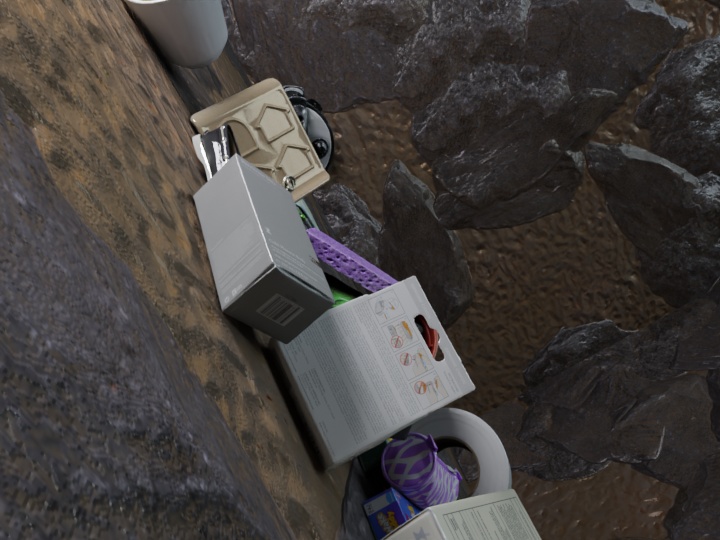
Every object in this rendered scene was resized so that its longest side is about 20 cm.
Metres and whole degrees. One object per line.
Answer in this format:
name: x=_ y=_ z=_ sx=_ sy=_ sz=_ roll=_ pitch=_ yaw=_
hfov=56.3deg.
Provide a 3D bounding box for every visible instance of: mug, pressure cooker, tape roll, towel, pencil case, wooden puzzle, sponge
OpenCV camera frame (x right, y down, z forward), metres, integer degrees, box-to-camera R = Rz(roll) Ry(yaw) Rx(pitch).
mug: x=-0.288 y=-0.426 z=1.086 sx=0.154 sy=0.147 sz=0.188 roll=71 pitch=0 yaw=-56
pressure cooker: x=-0.143 y=-0.243 z=1.265 sx=0.176 sy=0.178 sz=0.200 roll=50 pitch=-6 yaw=-30
tape roll: x=0.155 y=0.346 z=1.146 sx=0.205 sy=0.201 sz=0.139 roll=63 pitch=2 yaw=24
towel: x=-0.163 y=-0.156 z=1.733 sx=0.172 sy=0.048 sz=0.201 roll=61 pitch=1 yaw=42
pencil case: x=0.093 y=0.297 z=0.974 sx=0.085 sy=0.085 sz=0.200 roll=67 pitch=6 yaw=32
wooden puzzle: x=-0.165 y=-0.196 z=1.118 sx=0.046 sy=0.185 sz=0.202 roll=-18 pitch=-74 yaw=53
sponge: x=0.000 y=0.000 z=1.030 sx=0.198 sy=0.030 sz=0.112 roll=32 pitch=6 yaw=-1

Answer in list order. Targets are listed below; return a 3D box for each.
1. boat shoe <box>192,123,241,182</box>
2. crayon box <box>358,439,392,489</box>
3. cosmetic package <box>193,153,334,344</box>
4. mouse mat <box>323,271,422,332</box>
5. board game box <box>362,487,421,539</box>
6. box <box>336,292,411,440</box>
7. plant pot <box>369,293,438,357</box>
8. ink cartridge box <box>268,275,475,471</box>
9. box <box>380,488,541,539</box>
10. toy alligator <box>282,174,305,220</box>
boat shoe: x=-0.178 y=-0.122 z=0.945 sx=0.202 sy=0.060 sz=0.074 roll=64 pitch=2 yaw=29
crayon box: x=0.009 y=0.231 z=1.070 sx=0.202 sy=0.051 sz=0.126 roll=64 pitch=3 yaw=34
cosmetic package: x=-0.114 y=-0.028 z=0.768 sx=0.106 sy=0.090 sz=0.202 roll=33 pitch=26 yaw=-45
mouse mat: x=-0.023 y=0.055 z=0.940 sx=0.198 sy=0.008 sz=0.160 roll=29 pitch=22 yaw=20
board game box: x=0.074 y=0.381 z=0.896 sx=0.136 sy=0.044 sz=0.200 roll=64 pitch=3 yaw=34
box: x=0.005 y=0.128 z=0.948 sx=0.201 sy=0.120 sz=0.107 roll=-112 pitch=-143 yaw=-63
plant pot: x=0.063 y=0.167 z=1.457 sx=0.203 sy=0.199 sz=0.196 roll=62 pitch=-5 yaw=16
ink cartridge box: x=0.013 y=0.115 z=0.794 sx=0.163 sy=0.198 sz=0.050 roll=62 pitch=-25 yaw=15
box: x=0.120 y=0.336 z=0.751 sx=0.199 sy=0.109 sz=0.129 roll=13 pitch=42 yaw=-50
toy alligator: x=-0.099 y=-0.057 z=0.926 sx=0.059 sy=0.054 sz=0.203 roll=42 pitch=47 yaw=-43
